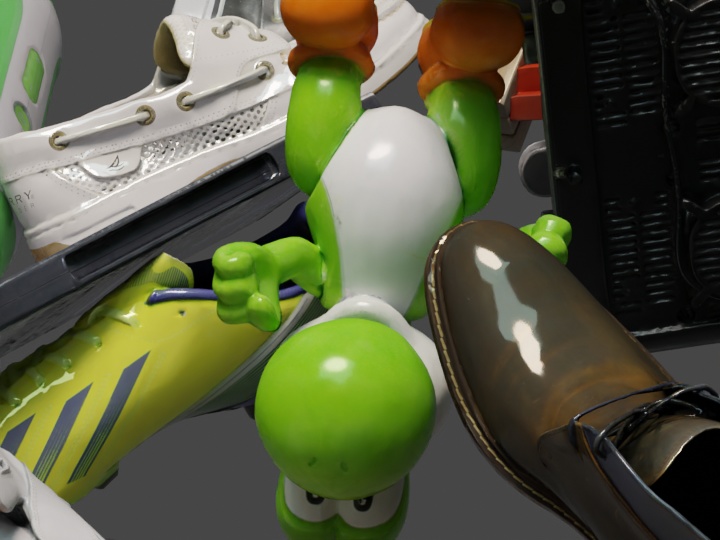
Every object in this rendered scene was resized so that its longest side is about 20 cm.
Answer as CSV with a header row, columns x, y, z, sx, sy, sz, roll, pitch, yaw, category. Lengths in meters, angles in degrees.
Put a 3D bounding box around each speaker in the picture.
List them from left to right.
x,y,z,sx,sy,sz,roll,pitch,yaw,category
-0.181,-0.063,1.128,0.088,0.089,0.200,-6,33,5,speaker

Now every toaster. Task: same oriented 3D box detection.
x,y,z,sx,sy,sz,roll,pitch,yaw,category
0.157,-0.076,0.976,0.198,0.182,0.119,-8,31,2,toaster

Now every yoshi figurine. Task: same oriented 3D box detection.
x,y,z,sx,sy,sz,roll,pitch,yaw,category
0.006,-0.002,0.894,0.112,0.202,0.112,-1,-12,41,yoshi figurine

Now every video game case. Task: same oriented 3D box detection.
x,y,z,sx,sy,sz,roll,pitch,yaw,category
-0.096,-0.003,1.001,0.199,0.019,0.143,-30,-1,-28,video game case

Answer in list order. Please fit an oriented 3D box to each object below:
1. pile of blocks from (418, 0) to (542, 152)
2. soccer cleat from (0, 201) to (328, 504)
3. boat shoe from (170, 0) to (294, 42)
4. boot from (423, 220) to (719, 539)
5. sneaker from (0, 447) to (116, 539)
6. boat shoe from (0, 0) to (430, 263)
x,y,z,sx,sy,sz,roll,pitch,yaw,category
0.097,-0.126,1.159,0.062,0.083,0.200,9,36,26,pile of blocks
-0.090,0.033,0.957,0.199,0.084,0.065,-24,39,-21,soccer cleat
-0.041,-0.149,1.252,0.070,0.072,0.201,6,45,6,boat shoe
0.090,0.047,0.803,0.074,0.097,0.201,-25,68,-22,boot
-0.090,0.112,0.746,0.075,0.115,0.200,-53,27,-2,sneaker
-0.060,-0.076,1.066,0.199,0.070,0.071,-31,9,-21,boat shoe
